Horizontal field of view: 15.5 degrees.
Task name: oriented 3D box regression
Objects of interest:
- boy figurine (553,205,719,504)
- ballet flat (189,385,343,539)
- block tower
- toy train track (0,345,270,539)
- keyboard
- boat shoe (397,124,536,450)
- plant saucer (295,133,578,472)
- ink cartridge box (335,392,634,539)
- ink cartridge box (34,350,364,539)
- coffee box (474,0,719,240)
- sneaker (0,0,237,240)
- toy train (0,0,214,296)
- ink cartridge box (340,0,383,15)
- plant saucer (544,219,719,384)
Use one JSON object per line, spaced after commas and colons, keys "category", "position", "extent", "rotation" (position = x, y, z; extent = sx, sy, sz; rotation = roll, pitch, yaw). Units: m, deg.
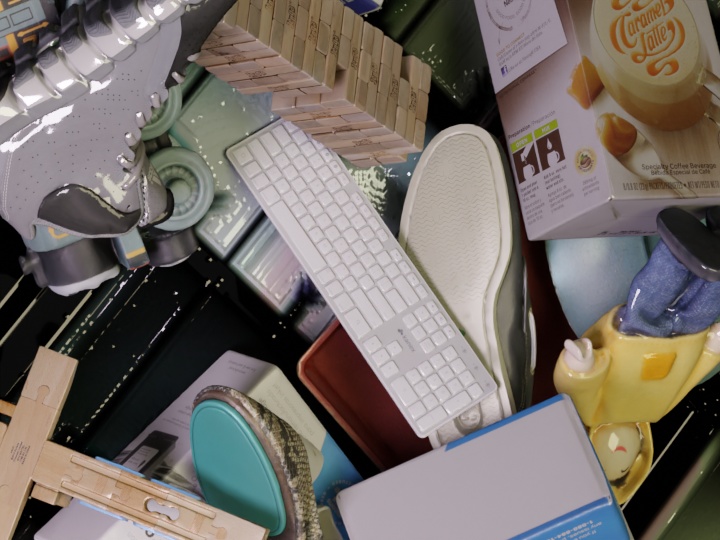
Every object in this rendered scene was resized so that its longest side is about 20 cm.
{"category": "boy figurine", "position": [0.162, 0.054, 1.543], "extent": [0.124, 0.064, 0.200], "rotation": [-1, 130, -38]}
{"category": "ballet flat", "position": [-0.043, 0.141, 1.459], "extent": [0.075, 0.068, 0.201], "rotation": [-35, 120, -45]}
{"category": "block tower", "position": [-0.033, -0.119, 1.456], "extent": [0.200, 0.054, 0.058], "rotation": [29, 62, -51]}
{"category": "toy train track", "position": [-0.142, 0.115, 1.432], "extent": [0.200, 0.033, 0.115], "rotation": [20, 86, 14]}
{"category": "keyboard", "position": [0.000, 0.000, 1.508], "extent": [0.056, 0.011, 0.200], "rotation": [-30, 79, -26]}
{"category": "boat shoe", "position": [0.066, 0.015, 1.542], "extent": [0.068, 0.072, 0.201], "rotation": [-10, 96, -65]}
{"category": "plant saucer", "position": [0.075, 0.052, 1.599], "extent": [0.200, 0.037, 0.200], "rotation": [-48, 116, -15]}
{"category": "ink cartridge box", "position": [0.090, 0.179, 1.526], "extent": [0.144, 0.084, 0.200], "rotation": [-24, 141, 3]}
{"category": "ink cartridge box", "position": [-0.099, 0.157, 1.497], "extent": [0.200, 0.067, 0.116], "rotation": [-45, 116, -17]}
{"category": "coffee box", "position": [0.141, -0.125, 1.538], "extent": [0.114, 0.080, 0.201], "rotation": [-3, 74, -36]}
{"category": "sneaker", "position": [-0.113, -0.085, 1.363], "extent": [0.200, 0.075, 0.116], "rotation": [-32, 115, 13]}
{"category": "toy train", "position": [-0.156, -0.085, 1.428], "extent": [0.114, 0.085, 0.200], "rotation": [-23, 110, -12]}
{"category": "ink cartridge box", "position": [-0.049, -0.235, 1.486], "extent": [0.196, 0.043, 0.200], "rotation": [30, 81, -30]}
{"category": "plant saucer", "position": [0.196, -0.026, 1.626], "extent": [0.201, 0.039, 0.202], "rotation": [4, 84, -39]}
